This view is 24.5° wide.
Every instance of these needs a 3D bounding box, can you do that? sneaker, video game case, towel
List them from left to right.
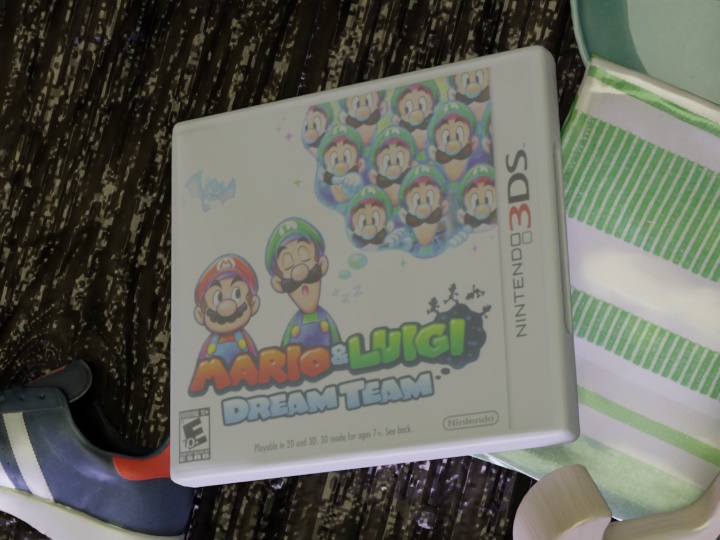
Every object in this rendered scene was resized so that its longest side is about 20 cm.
[{"bbox_3d":[-0.173,0.076,0.823,0.199,0.075,0.085,19,93,0],"label":"sneaker"},{"bbox_3d":[0.000,0.000,0.775,0.199,0.024,0.183,-10,71,24],"label":"video game case"},{"bbox_3d":[0.136,0.019,0.773,0.152,0.023,0.201,23,104,10],"label":"towel"}]

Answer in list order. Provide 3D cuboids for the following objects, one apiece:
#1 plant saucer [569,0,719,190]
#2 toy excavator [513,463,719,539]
[{"bbox_3d":[0.199,-0.133,0.782,0.198,0.036,0.202,0,88,9],"label":"plant saucer"},{"bbox_3d":[0.190,0.084,0.721,0.194,0.100,0.201,21,112,-27],"label":"toy excavator"}]
